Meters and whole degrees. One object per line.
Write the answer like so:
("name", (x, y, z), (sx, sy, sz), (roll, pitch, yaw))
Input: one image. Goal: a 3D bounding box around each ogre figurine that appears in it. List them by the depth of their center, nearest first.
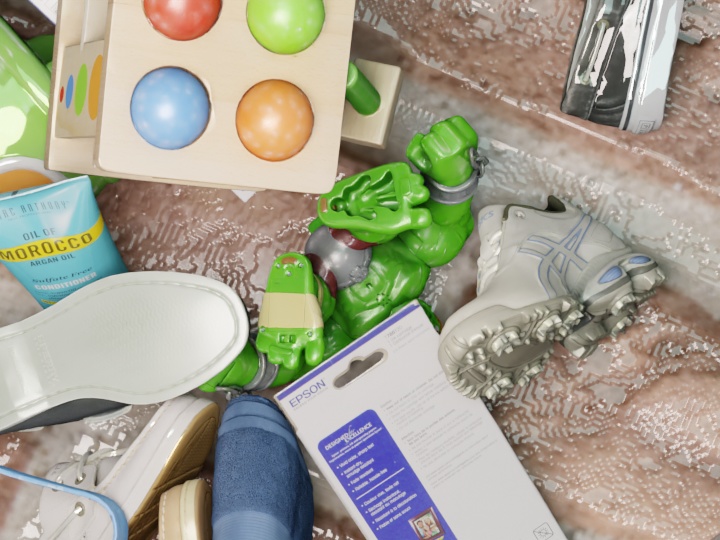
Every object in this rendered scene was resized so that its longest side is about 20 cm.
("ogre figurine", (0.000, 0.000, 1.423), (0.098, 0.120, 0.201), (27, 89, 21))

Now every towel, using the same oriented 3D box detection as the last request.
("towel", (-0.054, 0.177, 1.370), (0.048, 0.112, 0.201), (-2, 58, 8))

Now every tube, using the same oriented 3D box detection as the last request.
("tube", (-0.166, -0.010, 1.390), (0.077, 0.200, 0.051), (-17, 70, 2))

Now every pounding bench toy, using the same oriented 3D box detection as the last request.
("pounding bench toy", (-0.049, -0.104, 1.314), (0.199, 0.156, 0.125), (6, 91, -20))

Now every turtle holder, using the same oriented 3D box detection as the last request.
("turtle holder", (-0.225, -0.096, 1.430), (0.132, 0.141, 0.186), (-42, 87, -3))

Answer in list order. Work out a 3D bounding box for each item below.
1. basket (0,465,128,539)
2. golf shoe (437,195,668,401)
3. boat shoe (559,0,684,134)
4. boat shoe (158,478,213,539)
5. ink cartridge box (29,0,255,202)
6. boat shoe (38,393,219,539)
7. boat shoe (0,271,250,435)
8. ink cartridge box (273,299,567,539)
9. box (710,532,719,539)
("basket", (-0.233, 0.196, 1.371), (0.176, 0.139, 0.201), (19, 92, 21))
("golf shoe", (0.086, 0.010, 1.413), (0.097, 0.200, 0.078), (48, 120, 15))
("boat shoe", (0.156, -0.183, 1.473), (0.071, 0.072, 0.201), (7, 87, -4))
("boat shoe", (-0.111, 0.205, 1.401), (0.064, 0.071, 0.201), (6, 118, 5))
("ink cartridge box", (-0.123, -0.132, 1.424), (0.044, 0.094, 0.200), (-43, 106, 11))
("boat shoe", (-0.152, 0.134, 1.413), (0.069, 0.071, 0.200), (42, 116, 13))
("boat shoe", (-0.146, 0.045, 1.388), (0.199, 0.060, 0.076), (-11, 86, 19))
("ink cartridge box", (0.034, 0.111, 1.418), (0.099, 0.039, 0.200), (-32, 117, -3))
("box", (0.184, 0.263, 1.416), (0.200, 0.106, 0.152), (-37, 86, -3))
